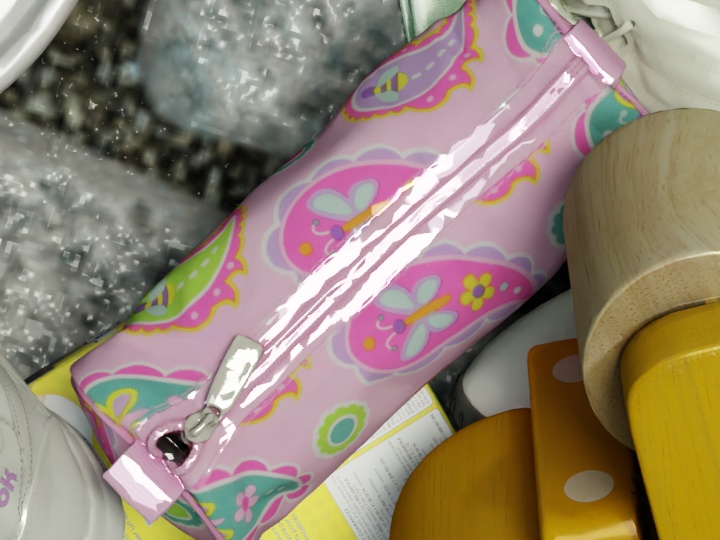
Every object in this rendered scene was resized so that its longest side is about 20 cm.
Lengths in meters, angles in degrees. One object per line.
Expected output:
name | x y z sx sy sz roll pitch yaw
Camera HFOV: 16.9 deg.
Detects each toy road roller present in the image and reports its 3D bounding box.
toy road roller | 0.070 0.065 0.705 0.145 0.123 0.201 -11 121 7

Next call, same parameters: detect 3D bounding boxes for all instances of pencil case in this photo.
pencil case | 0.000 0.000 0.744 0.200 0.087 0.087 -42 96 -6

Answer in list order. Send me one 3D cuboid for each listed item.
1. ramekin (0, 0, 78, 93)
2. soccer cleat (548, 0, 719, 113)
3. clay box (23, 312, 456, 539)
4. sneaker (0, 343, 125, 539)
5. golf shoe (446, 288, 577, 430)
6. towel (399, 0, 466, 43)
ramekin | -0.174 -0.135 0.762 0.201 0.094 0.203 0 93 -5
soccer cleat | 0.055 -0.118 0.763 0.069 0.078 0.200 -33 92 41
clay box | -0.070 0.077 0.806 0.200 0.048 0.115 -31 95 -2
sneaker | -0.148 0.020 0.740 0.075 0.100 0.200 -46 58 -3
golf shoe | 0.118 -0.001 0.788 0.199 0.078 0.095 -20 133 -10
towel | 0.113 -0.100 0.823 0.199 0.023 0.153 -12 95 -4
